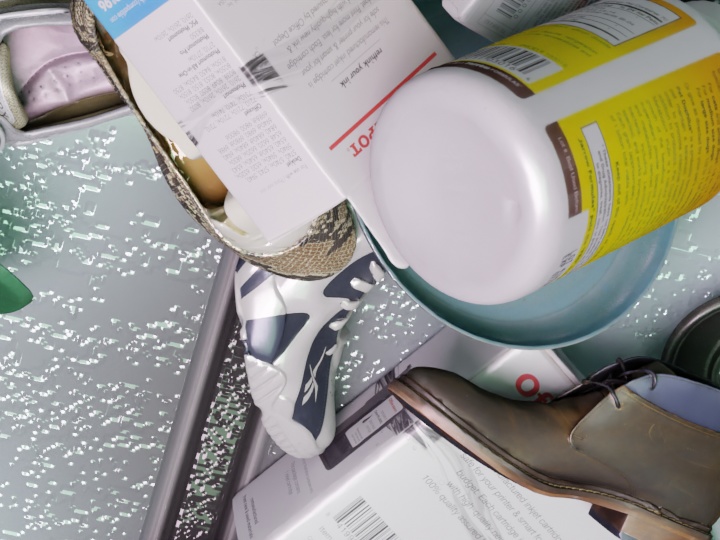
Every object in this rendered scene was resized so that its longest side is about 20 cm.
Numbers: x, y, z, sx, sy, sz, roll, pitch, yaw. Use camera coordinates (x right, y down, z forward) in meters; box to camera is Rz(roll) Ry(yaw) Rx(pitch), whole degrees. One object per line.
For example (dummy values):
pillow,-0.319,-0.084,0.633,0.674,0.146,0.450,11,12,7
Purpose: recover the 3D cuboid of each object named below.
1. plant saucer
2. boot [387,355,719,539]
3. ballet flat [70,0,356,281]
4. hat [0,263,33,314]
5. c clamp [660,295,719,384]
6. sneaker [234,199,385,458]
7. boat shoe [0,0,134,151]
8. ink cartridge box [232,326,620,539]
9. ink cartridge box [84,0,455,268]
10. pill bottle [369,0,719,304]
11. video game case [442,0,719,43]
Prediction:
plant saucer,0.075,-0.056,1.316,0.200,0.027,0.200,6,77,-27
boot,0.113,0.071,1.314,0.200,0.075,0.097,29,92,-24
ballet flat,-0.073,-0.063,1.245,0.068,0.075,0.200,-35,107,9
hat,-0.227,-0.091,1.260,0.166,0.200,0.176,7,74,25
c clamp,0.252,0.065,1.432,0.200,0.027,0.171,-28,119,7
sneaker,0.000,0.000,1.347,0.130,0.079,0.199,-8,102,5
boat shoe,-0.155,-0.102,1.297,0.202,0.065,0.074,-10,111,-3
ink cartridge box,0.053,0.128,1.401,0.200,0.083,0.145,-39,110,7
ink cartridge box,-0.029,-0.097,1.205,0.200,0.116,0.068,53,139,-8
pill bottle,0.105,-0.064,1.182,0.200,0.109,0.109,-25,119,-42
video game case,0.158,-0.172,1.245,0.182,0.023,0.200,24,109,-44
